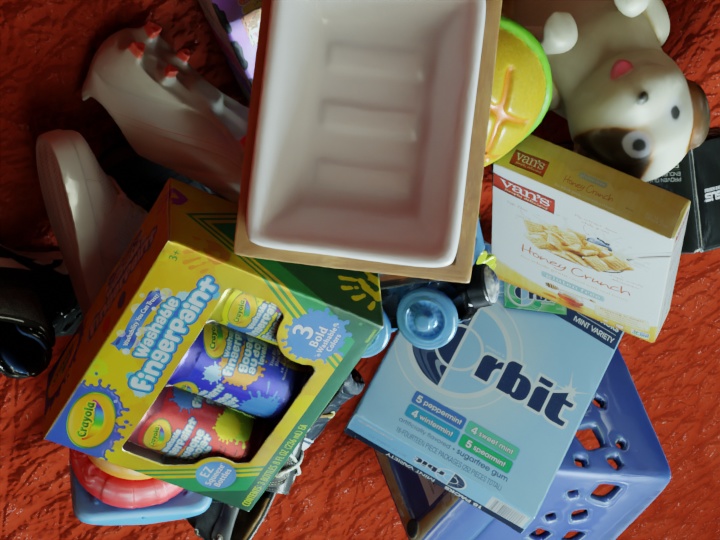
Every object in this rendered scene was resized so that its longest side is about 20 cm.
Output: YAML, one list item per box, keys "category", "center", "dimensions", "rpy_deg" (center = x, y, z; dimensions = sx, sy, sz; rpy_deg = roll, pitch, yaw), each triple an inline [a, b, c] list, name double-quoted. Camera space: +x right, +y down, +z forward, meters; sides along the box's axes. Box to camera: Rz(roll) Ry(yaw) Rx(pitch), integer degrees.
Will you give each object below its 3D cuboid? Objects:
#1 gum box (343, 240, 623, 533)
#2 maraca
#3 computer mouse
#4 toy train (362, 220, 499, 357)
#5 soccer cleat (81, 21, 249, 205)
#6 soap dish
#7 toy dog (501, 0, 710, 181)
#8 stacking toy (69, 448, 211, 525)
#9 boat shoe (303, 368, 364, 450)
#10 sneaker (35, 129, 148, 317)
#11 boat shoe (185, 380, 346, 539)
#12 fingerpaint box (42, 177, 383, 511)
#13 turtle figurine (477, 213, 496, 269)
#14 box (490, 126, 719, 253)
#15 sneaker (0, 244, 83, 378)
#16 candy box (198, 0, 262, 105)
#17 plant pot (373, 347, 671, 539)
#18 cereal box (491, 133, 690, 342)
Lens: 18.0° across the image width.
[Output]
- category: "gum box"
  center: [0.106, 0.088, 1.879]
  dimensions: [0.201, 0.169, 0.045]
  rpy_deg: [-60, 179, -28]
- category: "maraca"
  center: [0.036, -0.119, 1.590]
  dimensions: [0.198, 0.107, 0.138]
  rpy_deg: [-14, 127, 10]
- category: "computer mouse"
  center: [-0.134, -0.039, 1.688]
  dimensions: [0.138, 0.053, 0.200]
  rpy_deg: [-26, 134, 13]
- category: "toy train"
  center: [0.000, 0.000, 1.644]
  dimensions: [0.198, 0.115, 0.087]
  rpy_deg: [-9, -167, 20]
- category: "soccer cleat"
  center: [-0.106, -0.088, 1.581]
  dimensions: [0.078, 0.200, 0.069]
  rpy_deg: [-46, -176, 38]
- category: "soap dish"
  center: [0.007, -0.100, 1.490]
  dimensions: [0.156, 0.202, 0.081]
  rpy_deg: [7, 180, 4]
- category: "toy dog"
  center: [0.169, -0.149, 1.703]
  dimensions: [0.139, 0.200, 0.195]
  rpy_deg: [-23, 143, -17]
- category: "stacking toy"
  center: [-0.178, 0.100, 1.767]
  dimensions: [0.115, 0.110, 0.201]
  rpy_deg: [-5, 140, -3]
- category: "boat shoe"
  center: [-0.074, 0.087, 1.894]
  dimensions: [0.091, 0.071, 0.200]
  rpy_deg: [-44, 150, 8]
- category: "sneaker"
  center: [-0.155, -0.032, 1.613]
  dimensions: [0.115, 0.074, 0.201]
  rpy_deg: [-25, 129, -14]
- category: "boat shoe"
  center: [-0.068, 0.149, 1.848]
  dimensions: [0.200, 0.068, 0.072]
  rpy_deg: [-52, 149, 20]
- category: "fingerpaint box"
  center: [-0.104, 0.057, 1.572]
  dimensions: [0.166, 0.074, 0.200]
  rpy_deg: [22, 124, -21]
- category: "turtle figurine"
  center: [0.040, -0.066, 1.739]
  dimensions: [0.064, 0.162, 0.200]
  rpy_deg: [-29, 136, 9]
- category: "box"
  center: [0.232, -0.065, 1.829]
  dimensions: [0.163, 0.199, 0.087]
  rpy_deg: [-14, 99, -48]
- category: "sneaker"
  center: [-0.236, 0.040, 1.658]
  dimensions: [0.073, 0.112, 0.199]
  rpy_deg: [-47, 143, 18]
- category: "candy box"
  center: [-0.022, -0.193, 1.605]
  dimensions: [0.167, 0.072, 0.200]
  rpy_deg: [-32, 144, -6]
- category: "plant pot"
  center: [0.126, 0.155, 2.012]
  dimensions: [0.179, 0.201, 0.200]
  rpy_deg: [6, 139, -37]
- category: "cereal box"
  center: [0.168, -0.023, 1.701]
  dimensions: [0.040, 0.143, 0.200]
  rpy_deg: [-62, 166, -19]
